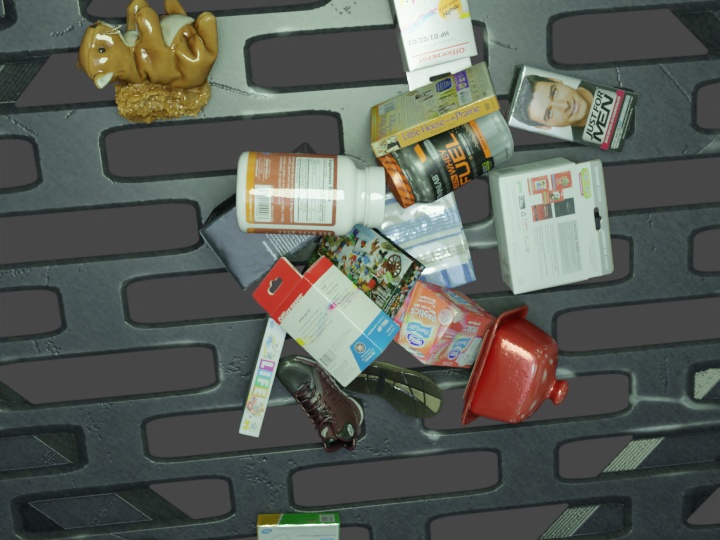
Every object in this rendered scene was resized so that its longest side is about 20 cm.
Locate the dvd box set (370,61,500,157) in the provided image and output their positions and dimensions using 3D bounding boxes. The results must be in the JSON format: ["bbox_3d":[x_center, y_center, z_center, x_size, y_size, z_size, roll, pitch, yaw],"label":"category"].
[{"bbox_3d":[0.111,-0.251,1.297,0.199,0.147,0.030,-20,120,13],"label":"dvd box set"}]

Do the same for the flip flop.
[{"bbox_3d":[0.052,0.196,1.470,0.198,0.058,0.082,17,107,7],"label":"flip flop"}]

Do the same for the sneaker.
[{"bbox_3d":[-0.067,0.234,1.414,0.076,0.116,0.200,-38,117,24],"label":"sneaker"}]

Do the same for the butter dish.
[{"bbox_3d":[0.273,0.175,1.390,0.147,0.199,0.201,23,102,23],"label":"butter dish"}]

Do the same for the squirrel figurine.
[{"bbox_3d":[-0.323,-0.300,1.258,0.186,0.141,0.201,-25,137,-30],"label":"squirrel figurine"}]

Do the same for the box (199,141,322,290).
[{"bbox_3d":[-0.131,-0.091,1.310,0.199,0.197,0.118,-36,103,5],"label":"box"}]

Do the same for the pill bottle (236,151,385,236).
[{"bbox_3d":[-0.068,-0.104,1.153,0.198,0.112,0.113,2,103,-4],"label":"pill bottle"}]

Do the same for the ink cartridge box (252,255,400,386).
[{"bbox_3d":[-0.053,0.063,1.253,0.200,0.067,0.116,44,132,1],"label":"ink cartridge box"}]

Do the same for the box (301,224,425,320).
[{"bbox_3d":[0.000,0.000,1.350,0.038,0.200,0.137,22,103,-46],"label":"box"}]

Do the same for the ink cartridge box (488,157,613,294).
[{"bbox_3d":[0.319,-0.080,1.405,0.174,0.084,0.202,-10,105,-2],"label":"ink cartridge box"}]

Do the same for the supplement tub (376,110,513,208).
[{"bbox_3d":[0.133,-0.188,1.339,0.199,0.123,0.123,-30,104,-1],"label":"supplement tub"}]

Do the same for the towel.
[{"bbox_3d":[0.108,-0.053,1.427,0.146,0.024,0.201,-17,104,1],"label":"towel"}]

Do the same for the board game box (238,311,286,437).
[{"bbox_3d":[-0.160,0.157,1.400,0.034,0.135,0.202,14,103,-8],"label":"board game box"}]

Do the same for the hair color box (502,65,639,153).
[{"bbox_3d":[0.341,-0.264,1.375,0.198,0.061,0.100,12,103,-7],"label":"hair color box"}]

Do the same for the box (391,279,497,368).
[{"bbox_3d":[0.136,0.091,1.369,0.094,0.200,0.103,37,101,28],"label":"box"}]

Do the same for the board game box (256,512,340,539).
[{"bbox_3d":[-0.115,0.548,1.545,0.152,0.040,0.202,1,104,-5],"label":"board game box"}]

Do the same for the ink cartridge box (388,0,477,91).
[{"bbox_3d":[0.114,-0.385,1.324,0.114,0.068,0.202,-15,105,-1],"label":"ink cartridge box"}]
